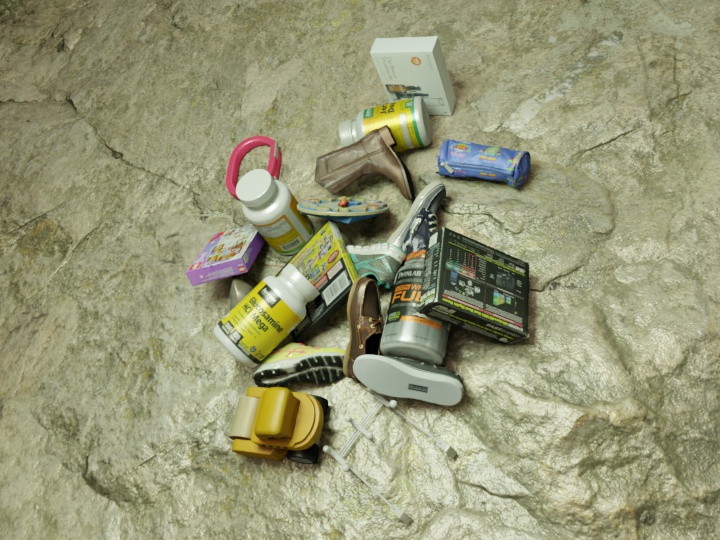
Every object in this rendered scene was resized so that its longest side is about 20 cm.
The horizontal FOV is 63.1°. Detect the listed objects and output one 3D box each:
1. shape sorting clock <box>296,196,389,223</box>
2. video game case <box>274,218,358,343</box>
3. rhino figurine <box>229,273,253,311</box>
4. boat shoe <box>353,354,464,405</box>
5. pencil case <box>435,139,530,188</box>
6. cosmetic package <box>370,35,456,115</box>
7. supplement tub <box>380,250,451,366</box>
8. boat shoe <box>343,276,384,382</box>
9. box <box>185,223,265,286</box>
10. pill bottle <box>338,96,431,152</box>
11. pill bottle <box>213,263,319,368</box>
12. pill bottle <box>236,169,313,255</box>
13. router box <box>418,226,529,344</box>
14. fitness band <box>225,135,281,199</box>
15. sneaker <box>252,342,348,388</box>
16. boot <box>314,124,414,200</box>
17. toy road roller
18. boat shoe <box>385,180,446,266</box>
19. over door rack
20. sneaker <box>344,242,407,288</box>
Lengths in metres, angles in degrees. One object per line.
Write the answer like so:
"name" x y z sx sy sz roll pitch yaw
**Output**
"shape sorting clock" -0.037 -0.140 1.264 0.200 0.200 0.039 14 109 28
"video game case" -0.094 0.023 1.221 0.200 0.025 0.181 -44 50 27
"rhino figurine" -0.252 0.062 1.273 0.060 0.087 0.200 -21 55 8
"boat shoe" 0.086 0.190 1.050 0.199 0.069 0.057 15 24 6
"pencil case" 0.256 -0.227 1.244 0.200 0.078 0.087 16 38 29
"cosmetic package" 0.126 -0.444 1.353 0.150 0.200 0.052 7 65 26
"supplement tub" 0.114 0.071 1.098 0.122 0.123 0.201 2 61 23
"boat shoe" 0.016 0.114 1.109 0.070 0.070 0.201 6 95 47
"box" -0.294 -0.043 1.325 0.136 0.039 0.200 -13 26 14
"pill bottle" 0.057 -0.327 1.365 0.199 0.113 0.113 -9 58 18
"pill bottle" -0.181 0.085 1.153 0.200 0.112 0.112 -45 55 -7
"pill bottle" -0.190 -0.129 1.293 0.111 0.200 0.111 -10 57 16
"router box" 0.207 0.030 1.050 0.062 0.200 0.150 -40 34 55
"fitness band" -0.276 -0.268 1.515 0.143 0.037 0.201 -10 57 20
"sneaker" -0.112 0.174 1.161 0.199 0.078 0.090 -7 35 5
"boot" 0.004 -0.204 1.310 0.200 0.064 0.187 -24 80 14
"toy road roller" -0.162 0.271 1.076 0.199 0.146 0.123 -1 60 22
"boat shoe" 0.140 -0.088 1.218 0.093 0.075 0.200 32 85 32
"over door rack" 0.044 0.309 1.018 0.200 0.067 0.148 31 77 33
"sneaker" 0.000 0.000 1.193 0.200 0.078 0.091 -7 57 45
